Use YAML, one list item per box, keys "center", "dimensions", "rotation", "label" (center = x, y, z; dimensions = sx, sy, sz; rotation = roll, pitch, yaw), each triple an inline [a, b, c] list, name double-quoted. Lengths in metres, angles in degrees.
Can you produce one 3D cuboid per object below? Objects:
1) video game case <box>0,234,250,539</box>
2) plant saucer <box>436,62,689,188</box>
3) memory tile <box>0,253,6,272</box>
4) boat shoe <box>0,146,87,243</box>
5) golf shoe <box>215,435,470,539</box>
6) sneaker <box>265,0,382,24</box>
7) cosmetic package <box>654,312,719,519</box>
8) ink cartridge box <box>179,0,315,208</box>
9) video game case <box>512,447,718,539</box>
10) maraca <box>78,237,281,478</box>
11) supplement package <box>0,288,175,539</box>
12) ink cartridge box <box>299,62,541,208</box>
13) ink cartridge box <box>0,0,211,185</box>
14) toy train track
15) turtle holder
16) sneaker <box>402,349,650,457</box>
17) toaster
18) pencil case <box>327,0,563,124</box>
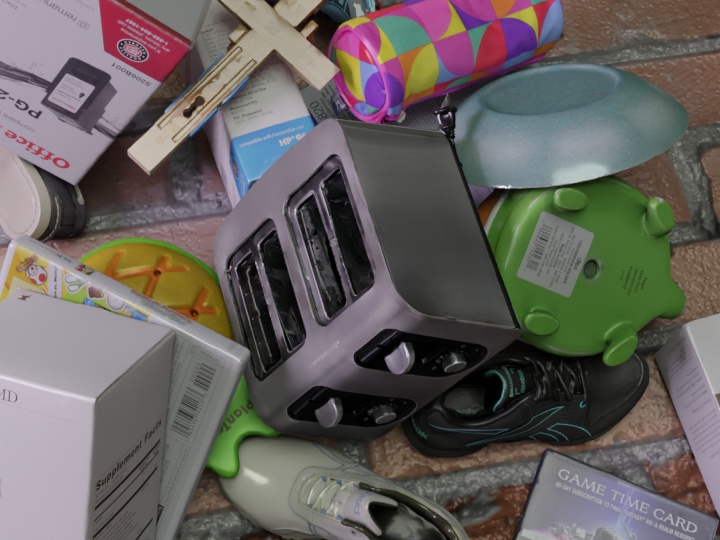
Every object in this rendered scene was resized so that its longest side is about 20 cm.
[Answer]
- center: [-0.191, 0.100, 0.963]
  dimensions: [0.181, 0.201, 0.023]
  rotation: [26, 25, 6]
  label: "video game case"
- center: [0.144, -0.120, 1.026]
  dimensions: [0.200, 0.201, 0.039]
  rotation: [-16, 115, -11]
  label: "plant saucer"
- center: [-0.342, 0.050, 1.044]
  dimensions: [0.198, 0.017, 0.154]
  rotation: [4, 69, -4]
  label: "memory tile"
- center: [-0.277, -0.107, 1.101]
  dimensions: [0.063, 0.073, 0.201]
  rotation: [4, 53, -50]
  label: "boat shoe"
- center: [-0.010, 0.164, 0.985]
  dimensions: [0.199, 0.097, 0.079]
  rotation: [20, 70, 5]
  label: "golf shoe"
- center: [-0.054, -0.240, 1.152]
  dimensions: [0.095, 0.079, 0.200]
  rotation: [-34, 59, -9]
  label: "sneaker"
- center: [0.317, 0.129, 1.034]
  dimensions: [0.112, 0.081, 0.201]
  rotation: [-16, 70, -13]
  label: "cosmetic package"
- center: [-0.093, -0.141, 1.085]
  dimensions: [0.067, 0.116, 0.201]
  rotation: [-18, 72, -13]
  label: "ink cartridge box"
- center: [0.170, 0.250, 1.009]
  dimensions: [0.142, 0.019, 0.201]
  rotation: [22, 68, 4]
  label: "video game case"
- center: [-0.142, 0.063, 1.007]
  dimensions: [0.137, 0.107, 0.200]
  rotation: [-43, 79, -12]
  label: "maraca"
- center: [-0.207, 0.134, 0.902]
  dimensions: [0.120, 0.120, 0.201]
  rotation: [13, 112, 13]
  label: "supplement package"
- center: [0.074, -0.109, 1.128]
  dimensions: [0.199, 0.041, 0.200]
  rotation: [-29, 74, -16]
  label: "ink cartridge box"
- center: [-0.218, -0.168, 0.990]
  dimensions: [0.145, 0.200, 0.084]
  rotation: [29, 49, -21]
  label: "ink cartridge box"
- center: [-0.094, -0.145, 1.010]
  dimensions: [0.115, 0.033, 0.200]
  rotation: [42, 74, 3]
  label: "toy train track"
- center: [0.165, -0.014, 1.033]
  dimensions: [0.184, 0.132, 0.142]
  rotation: [-12, 106, -22]
  label: "turtle holder"
- center: [0.132, 0.096, 1.033]
  dimensions: [0.199, 0.079, 0.076]
  rotation: [-14, 70, -11]
  label: "sneaker"
- center: [0.000, 0.000, 0.969]
  dimensions: [0.118, 0.181, 0.201]
  rotation: [5, 57, -40]
  label: "toaster"
- center: [0.067, -0.176, 1.065]
  dimensions: [0.199, 0.089, 0.089]
  rotation: [-27, 73, -28]
  label: "pencil case"
